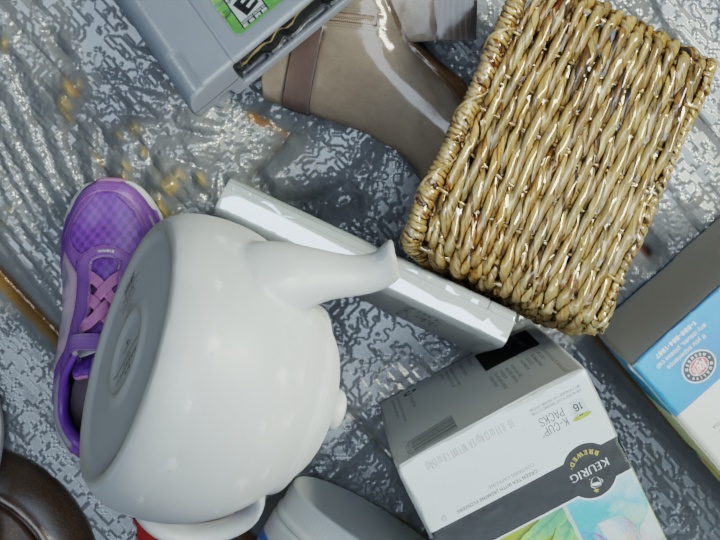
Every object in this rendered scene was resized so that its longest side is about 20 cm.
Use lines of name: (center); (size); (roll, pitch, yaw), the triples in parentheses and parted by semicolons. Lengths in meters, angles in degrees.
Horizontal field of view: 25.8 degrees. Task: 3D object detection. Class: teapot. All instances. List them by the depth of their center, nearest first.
teapot: (-0.079, 0.072, 0.962); (0.144, 0.200, 0.200); (18, 79, -21)

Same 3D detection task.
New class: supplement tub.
supplement tub: (-0.039, 0.258, 1.068); (0.131, 0.132, 0.202); (28, 94, -5)

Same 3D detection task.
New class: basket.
basket: (0.113, -0.077, 1.027); (0.148, 0.143, 0.202); (24, 88, -11)

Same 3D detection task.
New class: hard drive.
hard drive: (0.000, 0.000, 1.034); (0.198, 0.132, 0.027); (25, 84, -1)

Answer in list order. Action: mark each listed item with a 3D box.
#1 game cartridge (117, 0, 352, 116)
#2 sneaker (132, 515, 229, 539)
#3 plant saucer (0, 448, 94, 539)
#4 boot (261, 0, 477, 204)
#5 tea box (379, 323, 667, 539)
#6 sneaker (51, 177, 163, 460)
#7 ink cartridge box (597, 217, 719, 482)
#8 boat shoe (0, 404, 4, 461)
game cartridge: (-0.063, -0.208, 1.031); (0.199, 0.040, 0.134); (-39, 57, 3)
sneaker: (-0.134, 0.164, 1.077); (0.084, 0.077, 0.202); (28, 84, -21)
plant saucer: (-0.283, 0.223, 1.106); (0.197, 0.032, 0.203); (0, 97, -1)
boot: (0.005, -0.121, 1.066); (0.144, 0.070, 0.203); (2, 95, 4)
tea box: (0.115, 0.161, 1.027); (0.132, 0.200, 0.198); (-28, 96, 1)
sneaker: (-0.171, 0.040, 1.061); (0.079, 0.088, 0.203); (4, 95, -1)
ink cartridge box: (0.282, 0.078, 1.052); (0.147, 0.145, 0.200); (-41, 96, 3)
boat shoe: (-0.277, 0.129, 1.051); (0.070, 0.069, 0.203); (-7, 75, -3)
